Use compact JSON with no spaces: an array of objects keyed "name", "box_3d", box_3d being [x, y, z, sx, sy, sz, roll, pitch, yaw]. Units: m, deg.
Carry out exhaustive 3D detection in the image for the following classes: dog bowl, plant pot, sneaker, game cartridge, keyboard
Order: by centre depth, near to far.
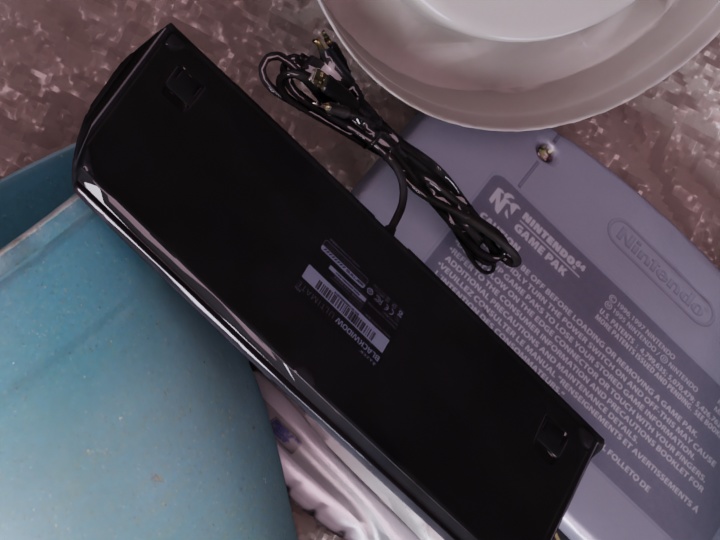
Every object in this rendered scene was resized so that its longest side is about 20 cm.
[{"name":"keyboard","box_3d":[0.000,0.000,0.940,0.200,0.021,0.127,44,45,-12]},{"name":"plant pot","box_3d":[-0.110,0.085,0.967,0.200,0.200,0.188,-32,101,-6]},{"name":"dog bowl","box_3d":[0.055,-0.150,0.980,0.199,0.059,0.201,-13,119,-25]},{"name":"game cartridge","box_3d":[0.076,0.034,1.023,0.200,0.040,0.133,44,54,-5]},{"name":"sneaker","box_3d":[0.048,0.086,1.040,0.200,0.075,0.082,39,88,-6]}]
